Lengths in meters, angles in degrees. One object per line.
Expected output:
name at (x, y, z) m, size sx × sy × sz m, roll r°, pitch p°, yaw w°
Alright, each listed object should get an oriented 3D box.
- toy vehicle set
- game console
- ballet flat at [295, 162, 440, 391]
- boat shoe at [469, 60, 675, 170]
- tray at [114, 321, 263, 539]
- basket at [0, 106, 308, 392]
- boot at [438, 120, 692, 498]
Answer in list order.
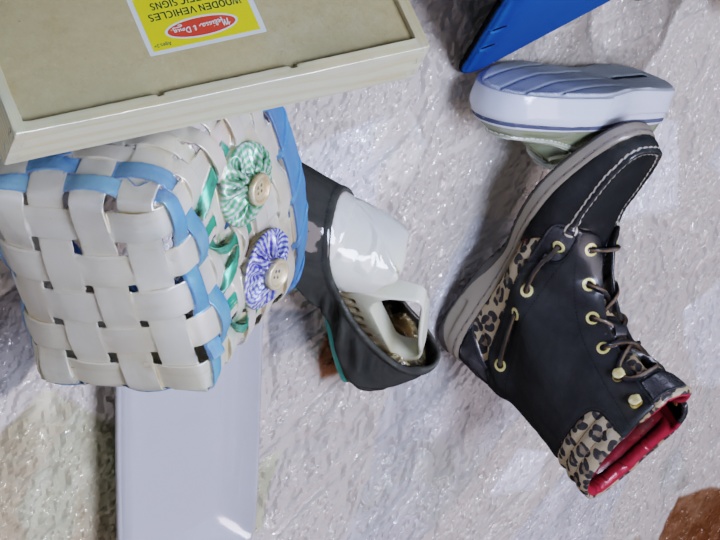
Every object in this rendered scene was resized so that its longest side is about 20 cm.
toy vehicle set at (-0.082, -0.125, 0.966) m, size 0.199 × 0.125 × 0.027 m, roll -14°, pitch 160°, yaw -25°
game console at (0.125, -0.207, 1.218) m, size 0.200 × 0.118 × 0.172 m, roll 129°, pitch -36°, yaw -81°
ballet flat at (0.000, 0.000, 1.240) m, size 0.200 × 0.068 × 0.068 m, roll 60°, pitch 35°, yaw -53°
boat shoe at (0.132, -0.089, 1.348) m, size 0.200 × 0.072 × 0.062 m, roll -6°, pitch 115°, yaw -53°
tray at (-0.100, 0.086, 1.215) m, size 0.107 × 0.022 × 0.201 m, roll -27°, pitch 132°, yaw -41°
basket at (-0.093, -0.049, 1.049) m, size 0.200 × 0.138 × 0.177 m, roll -78°, pitch 163°, yaw -44°
boot at (0.147, 0.025, 1.331) m, size 0.073 × 0.151 × 0.200 m, roll 2°, pitch 134°, yaw -51°
